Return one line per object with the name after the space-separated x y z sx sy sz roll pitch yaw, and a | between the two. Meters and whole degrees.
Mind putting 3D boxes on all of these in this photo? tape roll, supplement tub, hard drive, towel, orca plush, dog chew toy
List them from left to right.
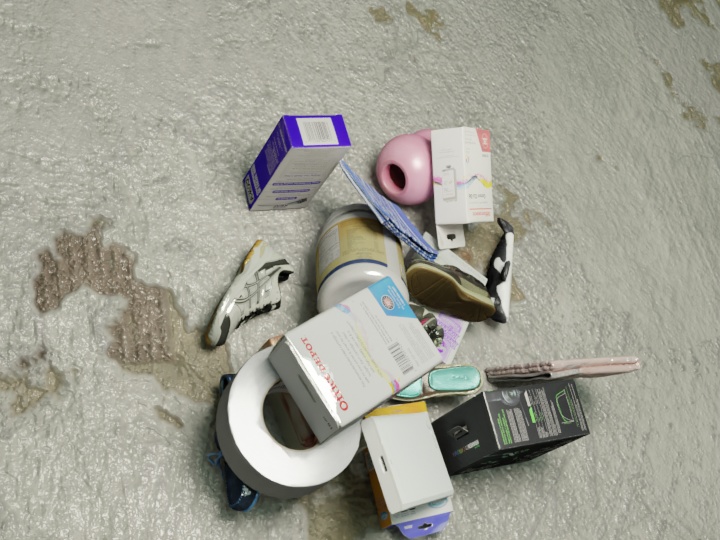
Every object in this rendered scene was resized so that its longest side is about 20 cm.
-0.098 0.208 1.326 0.196 0.066 0.204 10 63 -20 | tape roll
0.000 0.000 1.511 0.142 0.146 0.202 21 32 -18 | supplement tub
0.049 -0.094 1.539 0.146 0.024 0.199 54 10 32 | towel
0.071 0.277 1.398 0.199 0.026 0.134 13 55 -63 | hard drive
0.117 -0.199 1.726 0.125 0.124 0.199 52 46 5 | dog chew toy
0.237 0.001 1.717 0.069 0.105 0.204 3 71 11 | orca plush
0.339 0.169 1.611 0.187 0.199 0.033 -1 82 -26 | towel

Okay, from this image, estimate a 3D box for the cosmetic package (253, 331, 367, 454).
-0.074 0.194 1.437 0.102 0.087 0.203 -17 75 -33 | cosmetic package

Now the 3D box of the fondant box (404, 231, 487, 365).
0.119 0.056 1.632 0.143 0.058 0.202 36 55 -9 | fondant box

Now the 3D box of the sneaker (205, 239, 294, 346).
-0.166 0.044 1.471 0.087 0.076 0.202 34 55 -9 | sneaker

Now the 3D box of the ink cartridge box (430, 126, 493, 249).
0.179 -0.142 1.658 0.116 0.066 0.205 -8 96 -58 | ink cartridge box

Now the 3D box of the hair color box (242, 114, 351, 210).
-0.106 -0.172 1.534 0.107 0.200 0.066 -6 66 -30 | hair color box

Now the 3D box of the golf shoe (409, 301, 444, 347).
0.038 0.133 1.508 0.199 0.078 0.088 -37 46 -9 | golf shoe

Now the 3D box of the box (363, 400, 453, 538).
0.071 0.312 1.489 0.117 0.041 0.204 -3 70 -30 | box

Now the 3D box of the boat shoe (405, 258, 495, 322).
0.143 0.025 1.578 0.198 0.073 0.066 30 36 -37 | boat shoe

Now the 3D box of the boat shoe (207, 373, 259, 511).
-0.184 0.245 1.364 0.068 0.084 0.203 25 40 -35 | boat shoe

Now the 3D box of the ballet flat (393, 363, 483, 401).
0.102 0.184 1.552 0.195 0.063 0.069 4 70 -1 | ballet flat

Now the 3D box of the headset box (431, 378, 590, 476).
0.230 0.253 1.521 0.196 0.174 0.095 -4 68 -28 | headset box

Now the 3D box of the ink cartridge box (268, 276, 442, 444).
-0.008 0.122 1.321 0.198 0.085 0.146 -27 79 -34 | ink cartridge box
